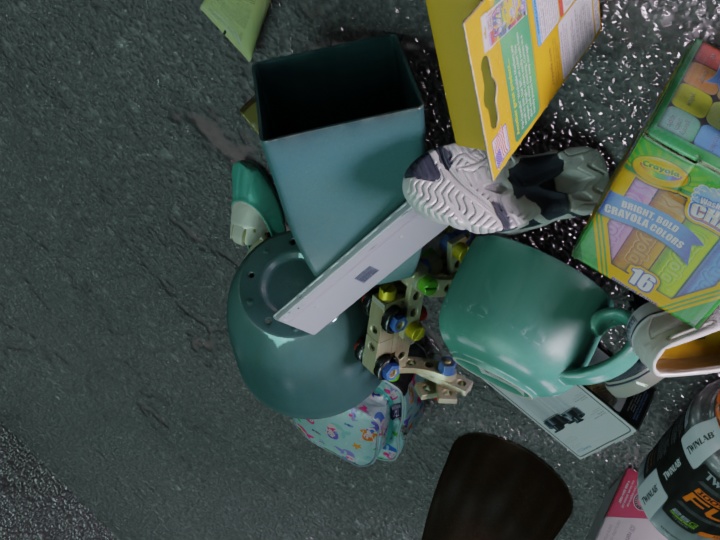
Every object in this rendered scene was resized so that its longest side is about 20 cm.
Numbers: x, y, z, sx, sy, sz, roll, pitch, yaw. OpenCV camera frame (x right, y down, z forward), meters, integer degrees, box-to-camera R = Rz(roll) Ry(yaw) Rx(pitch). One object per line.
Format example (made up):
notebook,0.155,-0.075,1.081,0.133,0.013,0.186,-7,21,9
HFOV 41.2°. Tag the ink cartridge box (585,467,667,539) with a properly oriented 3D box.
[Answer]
ink cartridge box,0.364,0.354,1.123,0.198,0.145,0.085,30,146,12

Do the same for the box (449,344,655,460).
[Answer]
box,0.210,0.112,1.062,0.199,0.060,0.117,39,147,1

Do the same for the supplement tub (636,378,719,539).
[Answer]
supplement tub,0.362,0.186,0.947,0.121,0.123,0.201,29,146,13

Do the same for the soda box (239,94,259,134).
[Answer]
soda box,-0.041,-0.112,1.013,0.201,0.064,0.068,50,180,-16

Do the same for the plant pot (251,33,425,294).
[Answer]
plant pot,-0.009,-0.087,0.901,0.139,0.142,0.202,-12,128,-1

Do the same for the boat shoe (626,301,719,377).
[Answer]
boat shoe,0.325,0.055,0.791,0.196,0.070,0.072,-4,121,-2

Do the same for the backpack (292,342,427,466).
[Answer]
backpack,-0.004,0.163,1.260,0.176,0.151,0.201,23,149,20

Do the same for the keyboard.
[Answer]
keyboard,0.000,0.000,0.898,0.056,0.011,0.199,19,132,-42

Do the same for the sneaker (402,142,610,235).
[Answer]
sneaker,0.111,-0.067,0.864,0.129,0.196,0.081,-23,80,66

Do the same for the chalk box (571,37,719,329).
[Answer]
chalk box,0.265,-0.077,0.728,0.123,0.125,0.201,31,145,11

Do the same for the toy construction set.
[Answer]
toy construction set,0.064,0.052,1.015,0.092,0.130,0.203,23,123,47

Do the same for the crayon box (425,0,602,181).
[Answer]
crayon box,0.109,-0.177,0.688,0.051,0.201,0.127,13,140,32

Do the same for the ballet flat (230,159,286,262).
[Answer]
ballet flat,-0.124,-0.039,1.195,0.067,0.071,0.202,13,138,34

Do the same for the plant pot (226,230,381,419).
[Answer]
plant pot,-0.063,0.048,1.088,0.199,0.202,0.161,26,161,17

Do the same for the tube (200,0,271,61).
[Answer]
tube,-0.107,-0.282,0.918,0.051,0.059,0.200,1,159,-22

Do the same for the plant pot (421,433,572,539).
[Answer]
plant pot,0.158,0.357,1.275,0.185,0.201,0.188,24,144,19

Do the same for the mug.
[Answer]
mug,0.156,0.053,0.906,0.151,0.116,0.185,31,172,-16

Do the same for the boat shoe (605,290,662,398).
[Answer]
boat shoe,0.280,0.045,0.916,0.093,0.075,0.200,44,139,2
